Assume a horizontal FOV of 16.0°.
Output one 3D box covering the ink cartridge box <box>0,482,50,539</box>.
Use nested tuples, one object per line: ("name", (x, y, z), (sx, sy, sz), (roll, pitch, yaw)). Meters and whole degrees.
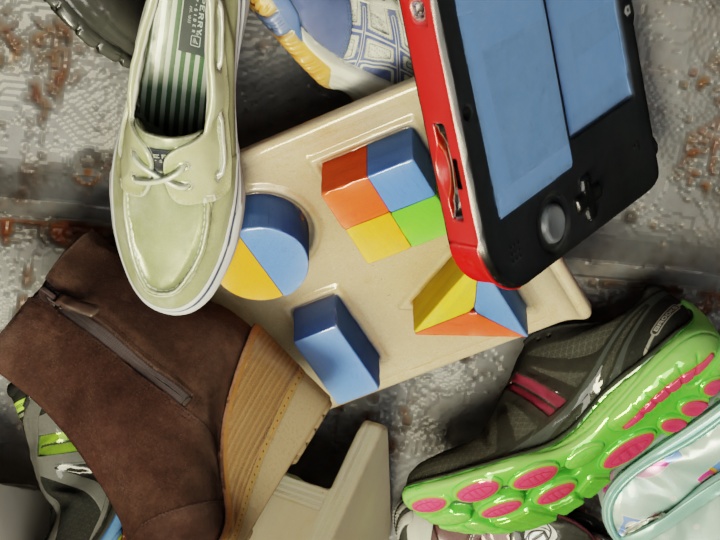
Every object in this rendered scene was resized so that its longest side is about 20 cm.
("ink cartridge box", (-0.235, 0.229, 1.399), (0.145, 0.086, 0.202), (-15, 79, 16))

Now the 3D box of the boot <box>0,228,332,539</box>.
("boot", (-0.127, 0.094, 1.324), (0.166, 0.201, 0.072), (32, 153, 1))

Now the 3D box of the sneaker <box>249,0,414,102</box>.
("sneaker", (0.009, -0.129, 1.338), (0.088, 0.075, 0.200), (-45, 121, 6))

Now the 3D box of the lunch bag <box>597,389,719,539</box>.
("lunch bag", (0.236, 0.118, 1.471), (0.200, 0.077, 0.160), (-38, 114, 12))

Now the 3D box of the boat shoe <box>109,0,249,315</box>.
("boat shoe", (-0.096, -0.069, 1.276), (0.071, 0.062, 0.202), (9, 111, 12))

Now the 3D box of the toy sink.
("toy sink", (-0.070, 0.178, 1.417), (0.111, 0.201, 0.131), (17, 146, 14))

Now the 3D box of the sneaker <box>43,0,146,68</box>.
("sneaker", (-0.142, -0.183, 1.291), (0.091, 0.076, 0.200), (-40, 118, 2))

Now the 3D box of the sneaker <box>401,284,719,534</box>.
("sneaker", (0.111, 0.080, 1.437), (0.199, 0.084, 0.077), (-31, 140, 4))

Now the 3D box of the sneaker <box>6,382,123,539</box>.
("sneaker", (-0.156, 0.092, 1.385), (0.082, 0.071, 0.201), (13, 76, -7))

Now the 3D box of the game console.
("game console", (0.091, -0.107, 1.299), (0.031, 0.176, 0.201), (6, 116, 41))

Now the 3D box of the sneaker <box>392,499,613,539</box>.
("sneaker", (0.106, 0.201, 1.501), (0.115, 0.076, 0.201), (-25, 115, 3))

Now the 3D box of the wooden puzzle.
("wooden puzzle", (0.000, 0.000, 1.360), (0.199, 0.047, 0.186), (-18, 130, 21))
